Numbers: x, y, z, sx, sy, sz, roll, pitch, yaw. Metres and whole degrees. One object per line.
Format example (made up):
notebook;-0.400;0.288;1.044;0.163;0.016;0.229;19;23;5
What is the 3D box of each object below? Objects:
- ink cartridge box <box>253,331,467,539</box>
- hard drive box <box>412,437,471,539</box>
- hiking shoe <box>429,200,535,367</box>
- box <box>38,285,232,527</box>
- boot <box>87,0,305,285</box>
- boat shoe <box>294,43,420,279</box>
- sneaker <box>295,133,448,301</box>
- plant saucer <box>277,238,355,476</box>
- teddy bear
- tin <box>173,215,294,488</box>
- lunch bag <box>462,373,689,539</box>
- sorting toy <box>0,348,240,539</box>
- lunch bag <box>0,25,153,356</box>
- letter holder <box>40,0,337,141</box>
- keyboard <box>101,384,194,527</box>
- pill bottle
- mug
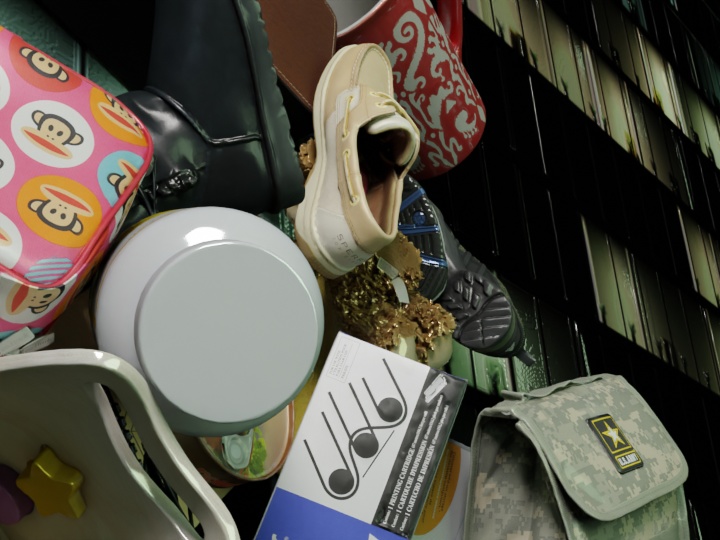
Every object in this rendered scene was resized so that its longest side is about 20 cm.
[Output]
ink cartridge box;-0.008;0.149;0.786;0.044;0.094;0.201;95;17;-71
hard drive box;0.059;0.211;0.901;0.200;0.077;0.157;30;68;-48
hiking shoe;0.072;0.010;1.055;0.200;0.076;0.101;54;6;37
box;-0.134;0.084;0.765;0.164;0.021;0.200;65;29;-9
boot;-0.137;-0.105;0.740;0.168;0.076;0.201;-19;99;-22
boat shoe;0.008;-0.085;0.853;0.074;0.069;0.201;40;44;-39
sneaker;0.018;-0.060;1.015;0.201;0.076;0.077;62;11;18
plant saucer;0.009;0.087;0.969;0.200;0.048;0.201;31;47;-46
teddy bear;0.000;0.000;0.904;0.200;0.067;0.145;54;36;-4
tin;-0.090;0.044;0.802;0.112;0.042;0.201;30;47;-44
lunch bag;0.154;0.176;0.868;0.164;0.117;0.201;-7;92;-50
sorting toy;-0.149;0.109;0.568;0.201;0.180;0.107;61;31;-14
lunch bag;-0.215;-0.052;0.597;0.200;0.082;0.176;32;39;-9
letter holder;-0.116;-0.196;0.890;0.200;0.100;0.143;44;36;-36
keyboard;-0.110;0.133;0.671;0.104;0.039;0.201;-125;-165;-84
pill bottle;-0.081;0.024;0.629;0.112;0.112;0.200;64;-12;-9
mug;0.040;-0.193;1.065;0.200;0.177;0.134;50;5;-44
